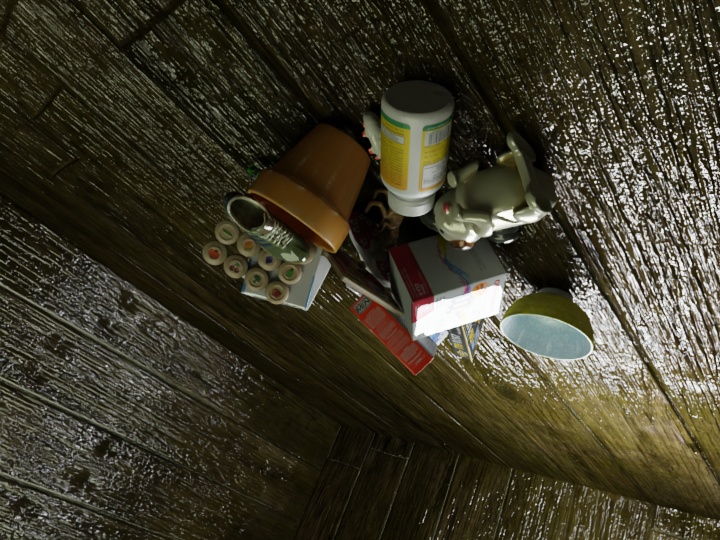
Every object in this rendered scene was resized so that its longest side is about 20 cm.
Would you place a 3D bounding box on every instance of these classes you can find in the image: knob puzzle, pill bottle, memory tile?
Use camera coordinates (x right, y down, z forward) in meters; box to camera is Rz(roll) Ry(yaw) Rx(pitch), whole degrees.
[{"bbox_3d":[0.000,0.000,1.102,0.219,0.031,0.220,38,-170,-8],"label":"knob puzzle"},{"bbox_3d":[0.088,-0.192,0.856,0.112,0.113,0.201,17,139,18],"label":"pill bottle"},{"bbox_3d":[-0.205,-0.037,1.061,0.199,0.154,0.017,34,-172,-11],"label":"memory tile"}]

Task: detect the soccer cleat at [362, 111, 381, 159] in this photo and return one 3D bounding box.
[{"bbox_3d":[0.070,-0.211,0.954,0.077,0.070,0.200,-22,127,20],"label":"soccer cleat"}]

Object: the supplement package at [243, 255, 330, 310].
[{"bbox_3d":[-0.196,-0.013,1.387,0.190,0.148,0.200,29,180,-10],"label":"supplement package"}]

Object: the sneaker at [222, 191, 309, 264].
[{"bbox_3d":[-0.180,-0.077,0.997,0.200,0.067,0.090,39,178,-13],"label":"sneaker"}]

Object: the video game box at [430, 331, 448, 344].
[{"bbox_3d":[0.187,0.105,1.299,0.047,0.182,0.200,33,163,34],"label":"video game box"}]

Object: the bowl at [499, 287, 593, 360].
[{"bbox_3d":[0.421,0.104,1.166,0.198,0.108,0.201,20,155,10],"label":"bowl"}]

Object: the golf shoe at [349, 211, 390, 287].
[{"bbox_3d":[0.017,-0.041,1.215,0.201,0.075,0.092,60,145,12],"label":"golf shoe"}]

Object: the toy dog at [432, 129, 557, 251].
[{"bbox_3d":[0.213,-0.119,0.889,0.199,0.141,0.193,-24,166,34],"label":"toy dog"}]

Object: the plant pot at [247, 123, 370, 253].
[{"bbox_3d":[-0.079,-0.165,0.993,0.199,0.184,0.200,33,173,5],"label":"plant pot"}]

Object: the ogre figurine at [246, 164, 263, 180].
[{"bbox_3d":[-0.162,-0.173,1.204,0.120,0.098,0.201,18,145,59],"label":"ogre figurine"}]

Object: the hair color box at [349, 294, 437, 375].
[{"bbox_3d":[0.075,0.125,1.148,0.200,0.061,0.101,46,-165,5],"label":"hair color box"}]

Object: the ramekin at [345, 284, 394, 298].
[{"bbox_3d":[0.071,0.052,1.335,0.199,0.106,0.200,34,176,3],"label":"ramekin"}]

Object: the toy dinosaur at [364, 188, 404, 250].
[{"bbox_3d":[0.073,-0.136,1.093,0.105,0.061,0.201,25,129,9],"label":"toy dinosaur"}]

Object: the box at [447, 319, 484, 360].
[{"bbox_3d":[0.256,0.099,1.249,0.049,0.161,0.201,12,151,26],"label":"box"}]

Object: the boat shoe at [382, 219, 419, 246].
[{"bbox_3d":[0.103,-0.047,1.214,0.067,0.072,0.200,2,146,42],"label":"boat shoe"}]

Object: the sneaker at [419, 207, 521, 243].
[{"bbox_3d":[0.211,-0.113,1.011,0.198,0.076,0.080,10,138,17],"label":"sneaker"}]

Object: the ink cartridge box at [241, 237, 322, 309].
[{"bbox_3d":[-0.171,-0.025,1.179,0.145,0.148,0.200,15,-169,-9],"label":"ink cartridge box"}]

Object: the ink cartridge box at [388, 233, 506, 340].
[{"bbox_3d":[0.174,0.023,1.076,0.198,0.145,0.146,-17,142,-7],"label":"ink cartridge box"}]
